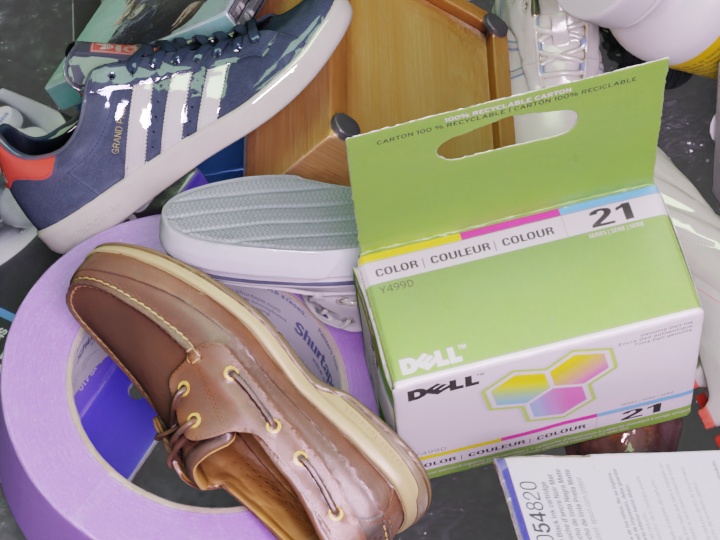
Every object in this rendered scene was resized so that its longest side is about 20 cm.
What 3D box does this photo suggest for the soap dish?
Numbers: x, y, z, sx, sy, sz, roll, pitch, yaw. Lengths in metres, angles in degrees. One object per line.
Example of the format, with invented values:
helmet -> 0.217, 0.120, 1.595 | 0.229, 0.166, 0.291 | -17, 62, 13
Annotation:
soap dish -> 0.014, -0.086, 1.113 | 0.157, 0.081, 0.201 | 26, 43, -27

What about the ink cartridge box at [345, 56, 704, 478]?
ink cartridge box -> 0.074, 0.006, 0.903 | 0.147, 0.200, 0.076 | -14, 60, -3

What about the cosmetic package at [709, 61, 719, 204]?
cosmetic package -> 0.263, -0.025, 1.058 | 0.090, 0.107, 0.200 | -16, 50, -8

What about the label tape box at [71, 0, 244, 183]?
label tape box -> -0.097, -0.119, 1.215 | 0.143, 0.066, 0.201 | -9, 46, 0

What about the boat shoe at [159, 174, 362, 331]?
boat shoe -> 0.000, 0.000, 0.986 | 0.199, 0.067, 0.074 | 1, 34, -13

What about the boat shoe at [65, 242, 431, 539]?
boat shoe -> -0.062, 0.064, 0.929 | 0.200, 0.072, 0.068 | 39, 56, 10

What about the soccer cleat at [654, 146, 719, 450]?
soccer cleat -> 0.190, 0.006, 1.060 | 0.077, 0.069, 0.201 | -26, 55, 10

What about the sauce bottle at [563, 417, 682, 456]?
sauce bottle -> 0.124, 0.060, 1.028 | 0.066, 0.066, 0.201 | -9, 49, -1

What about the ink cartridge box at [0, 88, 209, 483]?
ink cartridge box -> -0.170, 0.014, 1.098 | 0.199, 0.043, 0.199 | 23, 66, 24

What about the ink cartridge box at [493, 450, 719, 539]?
ink cartridge box -> 0.167, 0.157, 0.850 | 0.199, 0.041, 0.200 | 1, 41, -12

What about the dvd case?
dvd case -> -0.087, -0.179, 1.159 | 0.146, 0.022, 0.200 | -16, 34, 38

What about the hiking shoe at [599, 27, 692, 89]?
hiking shoe -> 0.186, -0.195, 1.242 | 0.086, 0.074, 0.201 | 2, 56, -18

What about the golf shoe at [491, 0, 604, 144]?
golf shoe -> 0.107, -0.123, 1.171 | 0.078, 0.097, 0.201 | -4, 50, -3

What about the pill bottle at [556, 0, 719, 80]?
pill bottle -> 0.206, -0.161, 1.124 | 0.199, 0.113, 0.113 | 8, 39, -33

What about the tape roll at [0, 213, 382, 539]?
tape roll -> -0.079, 0.071, 1.003 | 0.199, 0.066, 0.201 | 6, 56, -8

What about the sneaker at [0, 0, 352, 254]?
sneaker -> -0.100, -0.095, 1.024 | 0.200, 0.085, 0.075 | -36, 15, 4
